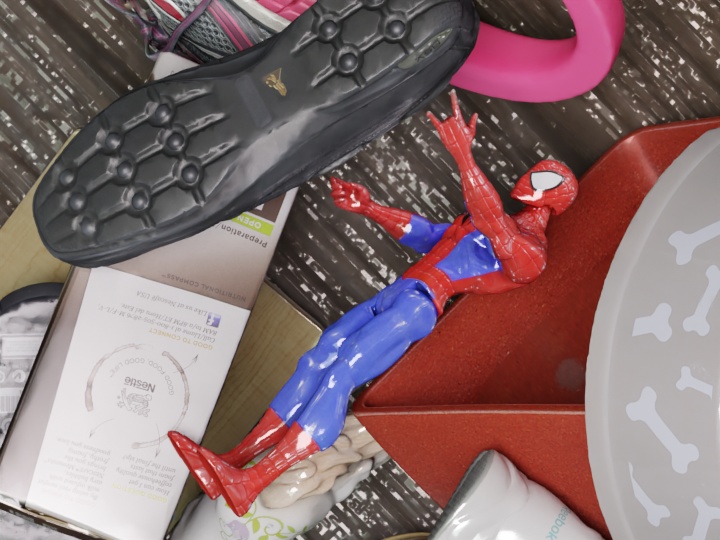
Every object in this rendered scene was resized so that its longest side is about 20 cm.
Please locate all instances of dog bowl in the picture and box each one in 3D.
[{"bbox_3d":[0.172,0.041,1.036,0.058,0.199,0.202,6,104,51],"label":"dog bowl"}]

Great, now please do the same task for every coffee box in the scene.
[{"bbox_3d":[-0.091,0.020,1.243,0.079,0.113,0.201,21,81,-5],"label":"coffee box"}]

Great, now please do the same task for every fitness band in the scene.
[{"bbox_3d":[0.027,-0.139,1.165,0.143,0.038,0.200,-4,142,44],"label":"fitness band"}]

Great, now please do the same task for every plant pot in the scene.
[{"bbox_3d":[0.155,0.063,1.173,0.199,0.200,0.177,-5,123,57],"label":"plant pot"}]

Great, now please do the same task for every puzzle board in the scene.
[{"bbox_3d":[-0.131,0.055,1.350,0.150,0.017,0.200,39,106,3],"label":"puzzle board"}]

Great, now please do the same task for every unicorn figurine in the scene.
[{"bbox_3d":[-0.049,0.116,1.276,0.074,0.137,0.201,35,141,11],"label":"unicorn figurine"}]

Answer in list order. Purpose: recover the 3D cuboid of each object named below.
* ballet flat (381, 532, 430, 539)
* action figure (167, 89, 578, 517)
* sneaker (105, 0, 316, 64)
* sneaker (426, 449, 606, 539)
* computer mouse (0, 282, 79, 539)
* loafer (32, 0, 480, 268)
[{"bbox_3d":[-0.021,0.179,1.270,0.063,0.200,0.069,-28,96,42],"label":"ballet flat"},{"bbox_3d":[0.000,0.000,1.170,0.199,0.065,0.099,-36,109,-14],"label":"action figure"},{"bbox_3d":[-0.085,-0.133,1.274,0.199,0.081,0.075,32,117,7],"label":"sneaker"},{"bbox_3d":[0.041,0.158,1.152,0.080,0.071,0.201,30,136,2],"label":"sneaker"},{"bbox_3d":[-0.169,0.108,1.320,0.139,0.046,0.202,-6,94,-5],"label":"computer mouse"},{"bbox_3d":[-0.039,-0.057,1.166,0.200,0.070,0.068,-30,68,9],"label":"loafer"}]
